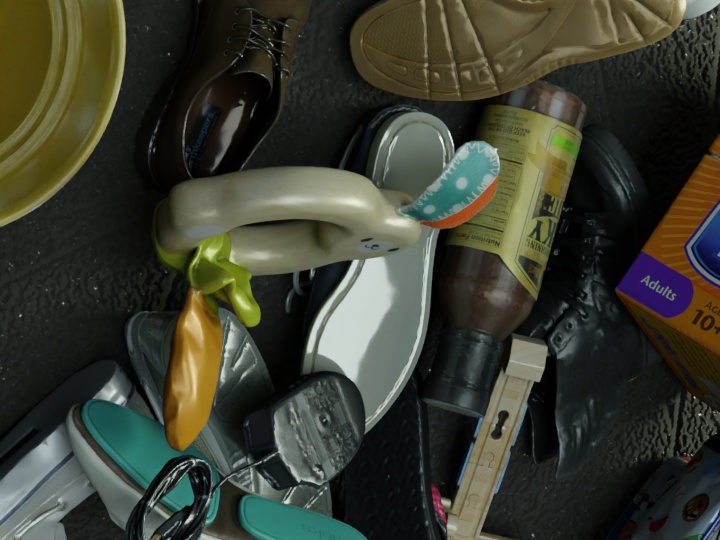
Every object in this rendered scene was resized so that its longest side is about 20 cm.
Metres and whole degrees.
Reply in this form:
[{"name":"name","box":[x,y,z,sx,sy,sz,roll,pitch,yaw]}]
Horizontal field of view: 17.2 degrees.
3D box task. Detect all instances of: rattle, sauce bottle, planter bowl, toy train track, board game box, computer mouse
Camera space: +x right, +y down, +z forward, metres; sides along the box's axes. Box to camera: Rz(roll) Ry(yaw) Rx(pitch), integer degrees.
[{"name":"rattle","box":[-0.010,0.010,1.302,0.198,0.131,0.144,1,56,-16]},{"name":"sauce bottle","box":[0.082,-0.013,1.425,0.064,0.065,0.202,19,84,-28]},{"name":"planter bowl","box":[-0.231,-0.122,1.256,0.199,0.083,0.202,-5,102,-25]},{"name":"toy train track","box":[0.074,0.136,1.460,0.114,0.033,0.201,13,108,-14]},{"name":"board game box","box":[0.308,0.011,1.436,0.201,0.199,0.200,-55,151,-6]},{"name":"computer mouse","box":[-0.065,0.109,1.311,0.200,0.034,0.059,-29,102,-47]}]

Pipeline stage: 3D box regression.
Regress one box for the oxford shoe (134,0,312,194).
[{"name":"oxford shoe","box":[-0.058,-0.131,1.338,0.072,0.084,0.202,17,92,-26]}]

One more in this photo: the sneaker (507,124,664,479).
[{"name":"sneaker","box":[0.132,0.019,1.473,0.104,0.060,0.201,-26,117,-22]}]

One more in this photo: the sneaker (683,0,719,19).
[{"name":"sneaker","box":[0.219,-0.257,1.448,0.099,0.075,0.201,28,88,-28]}]

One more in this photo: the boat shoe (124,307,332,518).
[{"name":"boat shoe","box":[-0.076,0.109,1.398,0.074,0.064,0.203,-46,124,-36]}]

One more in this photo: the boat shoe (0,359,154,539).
[{"name":"boat shoe","box":[-0.194,0.139,1.341,0.200,0.071,0.070,-43,113,-19]}]

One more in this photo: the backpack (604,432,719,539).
[{"name":"backpack","box":[0.228,0.220,1.513,0.200,0.154,0.191,46,72,-20]}]

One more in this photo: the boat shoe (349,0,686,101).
[{"name":"boat shoe","box":[0.091,-0.149,1.411,0.198,0.069,0.074,-9,108,0]}]

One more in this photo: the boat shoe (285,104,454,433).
[{"name":"boat shoe","box":[0.000,0.000,1.405,0.074,0.062,0.202,8,96,-25]}]

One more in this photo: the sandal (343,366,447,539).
[{"name":"sandal","box":[0.022,0.151,1.441,0.045,0.074,0.202,7,82,-68]}]

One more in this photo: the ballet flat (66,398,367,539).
[{"name":"ballet flat","box":[-0.087,0.143,1.333,0.199,0.069,0.070,29,88,-17]}]
